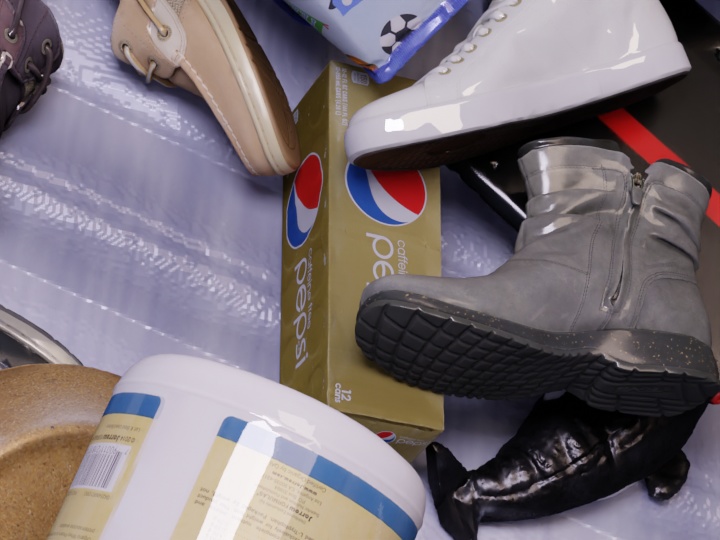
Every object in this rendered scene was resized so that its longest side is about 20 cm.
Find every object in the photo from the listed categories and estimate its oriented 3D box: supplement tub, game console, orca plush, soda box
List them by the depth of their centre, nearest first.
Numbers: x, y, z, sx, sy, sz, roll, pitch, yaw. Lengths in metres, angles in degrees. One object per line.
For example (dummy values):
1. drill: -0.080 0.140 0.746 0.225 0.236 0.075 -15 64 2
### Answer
1. supplement tub: -0.071 0.152 1.143 0.144 0.145 0.201 27 74 -9
2. soda box: 0.000 0.000 1.381 0.064 0.068 0.201 11 59 -20
3. orca plush: 0.121 0.066 1.399 0.199 0.071 0.106 -13 69 -30
4. game console: 0.163 -0.049 1.431 0.200 0.031 0.177 42 65 9

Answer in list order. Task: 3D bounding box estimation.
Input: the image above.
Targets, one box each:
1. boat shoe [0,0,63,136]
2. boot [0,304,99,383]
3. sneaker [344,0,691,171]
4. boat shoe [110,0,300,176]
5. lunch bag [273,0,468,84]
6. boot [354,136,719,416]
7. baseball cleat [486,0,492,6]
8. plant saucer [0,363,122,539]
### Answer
1. boat shoe: -0.178 -0.112 1.359 0.064 0.072 0.201 8 54 -16
2. boot: -0.213 0.077 1.240 0.203 0.073 0.154 37 60 -8
3. sneaker: 0.067 -0.107 1.377 0.199 0.073 0.085 -19 85 -30
4. boat shoe: -0.095 -0.124 1.415 0.064 0.071 0.201 -31 70 4
5. lunch bag: -0.028 -0.207 1.411 0.170 0.124 0.200 45 9 -24
6. boot: 0.085 -0.005 1.342 0.199 0.068 0.131 10 60 -24
7. baseball cleat: 0.120 -0.083 1.483 0.106 0.070 0.200 -33 80 -39
8. plant saucer: -0.130 0.140 1.216 0.199 0.035 0.202 3 84 -26
